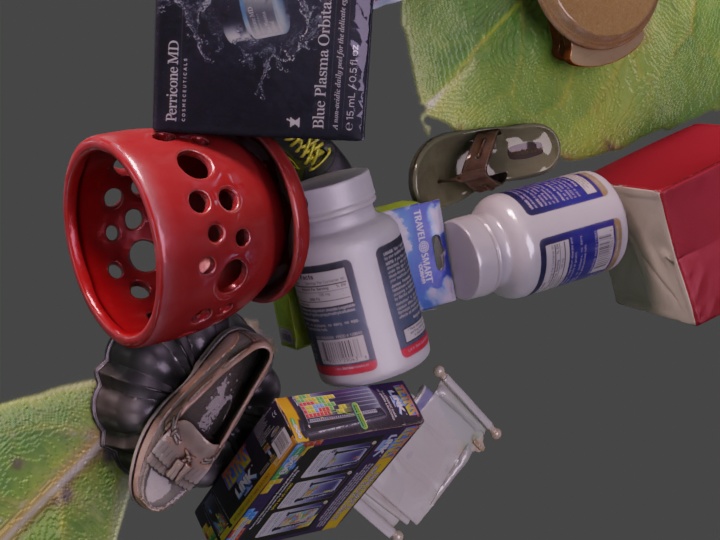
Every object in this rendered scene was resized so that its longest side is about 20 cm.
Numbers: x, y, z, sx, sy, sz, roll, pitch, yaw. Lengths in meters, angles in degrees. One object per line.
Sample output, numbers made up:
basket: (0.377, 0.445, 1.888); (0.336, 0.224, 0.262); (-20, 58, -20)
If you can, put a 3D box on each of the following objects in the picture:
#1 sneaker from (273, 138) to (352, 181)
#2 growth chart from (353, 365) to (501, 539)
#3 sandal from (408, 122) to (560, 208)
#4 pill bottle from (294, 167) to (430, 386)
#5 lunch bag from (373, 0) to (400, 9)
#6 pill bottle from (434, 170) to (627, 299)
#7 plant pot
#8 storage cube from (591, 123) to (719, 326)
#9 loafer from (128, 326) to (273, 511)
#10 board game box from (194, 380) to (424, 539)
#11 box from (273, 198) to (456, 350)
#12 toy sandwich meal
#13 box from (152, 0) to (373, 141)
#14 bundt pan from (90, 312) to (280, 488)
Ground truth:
sneaker: (-0.075, -0.135, 1.465); (0.200, 0.084, 0.075); (40, 77, -25)
growth chart: (0.061, 0.204, 1.612); (0.200, 0.018, 0.145); (-45, 113, -19)
sandal: (0.142, -0.125, 1.602); (0.200, 0.057, 0.080); (-19, 103, -20)
pill bottle: (-0.009, 0.004, 1.443); (0.119, 0.119, 0.201); (-21, 104, -26)
lunch bag: (0.044, -0.376, 1.491); (0.199, 0.127, 0.171); (-30, 111, -34)
pill bottle: (0.189, -0.035, 1.605); (0.199, 0.119, 0.121); (-15, 102, -28)
plant pot: (-0.164, -0.042, 1.366); (0.182, 0.200, 0.202); (-15, 102, -37)
storage cube: (0.393, -0.058, 1.680); (0.179, 0.200, 0.172); (-25, 107, -18)
loafer: (-0.153, 0.143, 1.372); (0.072, 0.063, 0.201); (38, 76, -27)
board game box: (-0.053, 0.197, 1.441); (0.165, 0.200, 0.057); (-5, 53, -41)
box: (0.000, 0.000, 1.539); (0.199, 0.048, 0.123); (-16, 102, -25)
toy sandwich meal: (0.266, -0.340, 1.655); (0.204, 0.070, 0.207); (0, 91, -27)
box: (-0.091, -0.229, 1.328); (0.198, 0.117, 0.198); (2, 106, -7)
bundt pan: (-0.166, 0.130, 1.444); (0.201, 0.076, 0.203); (-4, 97, -29)
